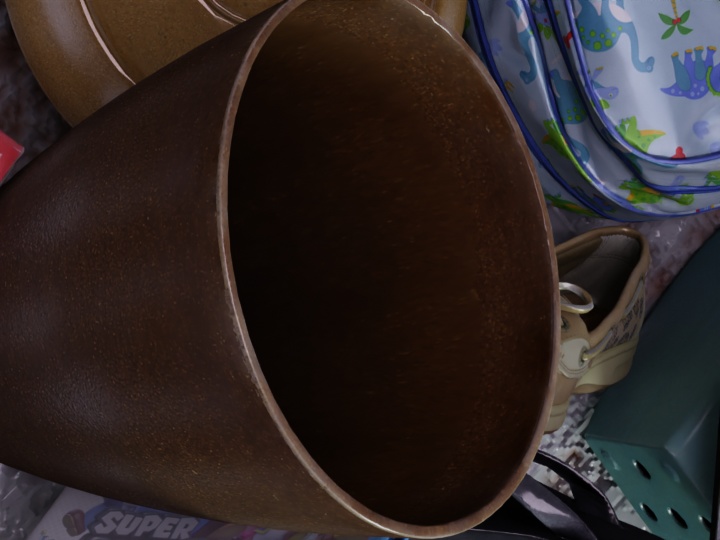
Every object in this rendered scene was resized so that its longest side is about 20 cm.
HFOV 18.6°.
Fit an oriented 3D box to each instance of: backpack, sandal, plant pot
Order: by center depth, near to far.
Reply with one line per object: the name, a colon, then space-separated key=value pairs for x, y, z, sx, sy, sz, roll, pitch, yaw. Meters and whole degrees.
plant pot: x=-0.061 y=0.012 z=0.788 sx=0.186 sy=0.199 sz=0.188 roll=20 pitch=64 yaw=-49
plant pot: x=-0.043 y=-0.125 z=0.869 sx=0.199 sy=0.027 sz=0.202 roll=3 pitch=83 yaw=-23
sandal: x=0.074 y=0.095 z=0.877 sx=0.199 sy=0.076 sz=0.043 roll=23 pitch=111 yaw=5
backpack: x=0.116 y=-0.120 z=0.963 sx=0.162 sy=0.153 sz=0.202 roll=-10 pitch=104 yaw=-29
plant pot: x=0.212 y=0.047 z=0.986 sx=0.200 sy=0.141 sz=0.142 roll=-41 pitch=102 yaw=-16

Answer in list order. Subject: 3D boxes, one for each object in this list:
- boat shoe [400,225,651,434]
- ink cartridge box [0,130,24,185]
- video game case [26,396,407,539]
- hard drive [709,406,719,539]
boat shoe: x=0.070 y=0.020 z=0.913 sx=0.073 sy=0.200 sz=0.063 roll=24 pitch=106 yaw=17
ink cartridge box: x=-0.240 y=-0.065 z=0.802 sx=0.200 sy=0.144 sz=0.084 roll=37 pitch=74 yaw=-17
video game case: x=-0.066 y=0.115 z=0.797 sx=0.200 sy=0.142 sz=0.018 roll=-55 pitch=140 yaw=-41
hard drive: x=0.244 y=0.083 z=0.887 sx=0.198 sy=0.033 sz=0.141 roll=3 pitch=103 yaw=5
